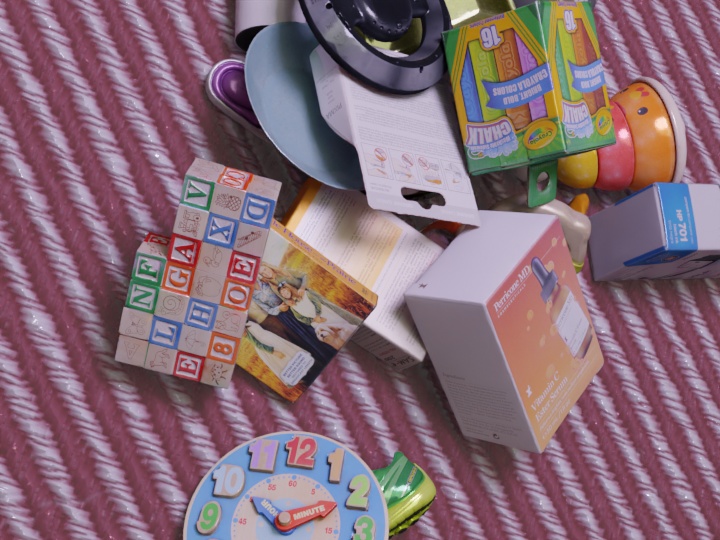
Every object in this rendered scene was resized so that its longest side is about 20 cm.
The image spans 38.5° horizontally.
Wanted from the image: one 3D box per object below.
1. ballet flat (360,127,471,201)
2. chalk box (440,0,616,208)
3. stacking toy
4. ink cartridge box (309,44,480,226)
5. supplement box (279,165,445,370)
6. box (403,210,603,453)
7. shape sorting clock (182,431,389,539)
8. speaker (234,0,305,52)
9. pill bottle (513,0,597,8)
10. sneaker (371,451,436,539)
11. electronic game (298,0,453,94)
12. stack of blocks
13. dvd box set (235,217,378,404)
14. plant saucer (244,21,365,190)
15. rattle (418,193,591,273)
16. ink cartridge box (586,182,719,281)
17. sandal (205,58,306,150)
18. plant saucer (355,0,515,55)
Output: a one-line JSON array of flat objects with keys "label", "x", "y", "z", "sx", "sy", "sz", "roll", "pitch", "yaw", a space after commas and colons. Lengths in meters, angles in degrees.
[{"label": "ballet flat", "x": 0.073, "y": -0.110, "z": 1.168, "sx": 0.199, "sy": 0.071, "sz": 0.070, "roll": -22, "pitch": 108, "yaw": -26}, {"label": "chalk box", "x": 0.185, "y": -0.172, "z": 1.098, "sx": 0.124, "sy": 0.123, "sz": 0.202, "roll": -19, "pitch": 97, "yaw": -50}, {"label": "stacking toy", "x": 0.279, "y": -0.144, "z": 1.250, "sx": 0.198, "sy": 0.146, "sz": 0.147, "roll": -14, "pitch": 82, "yaw": -9}, {"label": "ink cartridge box", "x": 0.038, "y": -0.138, "z": 1.082, "sx": 0.160, "sy": 0.050, "sz": 0.202, "roll": 6, "pitch": 65, "yaw": -39}, {"label": "supplement box", "x": 0.000, "y": 0.000, "z": 1.110, "sx": 0.199, "sy": 0.073, "sz": 0.127, "roll": 34, "pitch": 67, "yaw": -10}, {"label": "box", "x": 0.157, "y": 0.062, "z": 1.089, "sx": 0.152, "sy": 0.106, "sz": 0.201, "roll": -46, "pitch": 126, "yaw": -33}, {"label": "shape sorting clock", "x": -0.072, "y": 0.245, "z": 0.987, "sx": 0.198, "sy": 0.039, "sz": 0.201, "roll": -2, "pitch": 51, "yaw": 3}, {"label": "speaker", "x": -0.100, "y": -0.344, "z": 1.152, "sx": 0.080, "sy": 0.081, "sz": 0.202, "roll": 5, "pitch": 74, "yaw": -21}, {"label": "pill bottle", "x": 0.213, "y": -0.300, "z": 1.253, "sx": 0.113, "sy": 0.114, "sz": 0.201, "roll": 32, "pitch": 67, "yaw": -12}, {"label": "sneaker", "x": -0.020, "y": 0.252, "z": 1.052, "sx": 0.199, "sy": 0.074, "sz": 0.084, "roll": -24, "pitch": 59, "yaw": -21}, {"label": "electronic game", "x": 0.018, "y": -0.276, "z": 1.083, "sx": 0.199, "sy": 0.042, "sz": 0.202, "roll": 16, "pitch": 61, "yaw": -31}, {"label": "stack of blocks", "x": -0.155, "y": 0.001, "z": 0.981, "sx": 0.114, "sy": 0.059, "sz": 0.202, "roll": 15, "pitch": 111, "yaw": -5}, {"label": "dvd box set", "x": -0.103, "y": 0.024, "z": 1.037, "sx": 0.199, "sy": 0.029, "sz": 0.147, "roll": 37, "pitch": 109, "yaw": -11}, {"label": "plant saucer", "x": -0.045, "y": -0.166, "z": 1.085, "sx": 0.200, "sy": 0.039, "sz": 0.203, "roll": 20, "pitch": 55, "yaw": -31}, {"label": "rattle", "x": 0.167, "y": -0.070, "z": 1.204, "sx": 0.198, "sy": 0.131, "sz": 0.144, "roll": 10, "pitch": 60, "yaw": 7}, {"label": "ink cartridge box", "x": 0.397, "y": -0.045, "z": 1.247, "sx": 0.198, "sy": 0.146, "sz": 0.087, "roll": 1, "pitch": 75, "yaw": -22}, {"label": "sandal", "x": -0.075, "y": -0.169, "z": 1.130, "sx": 0.201, "sy": 0.050, "sz": 0.083, "roll": 20, "pitch": 78, "yaw": -12}, {"label": "plant saucer", "x": 0.052, "y": -0.333, "z": 1.174, "sx": 0.199, "sy": 0.048, "sz": 0.201, "roll": -27, "pitch": 101, "yaw": -6}]
